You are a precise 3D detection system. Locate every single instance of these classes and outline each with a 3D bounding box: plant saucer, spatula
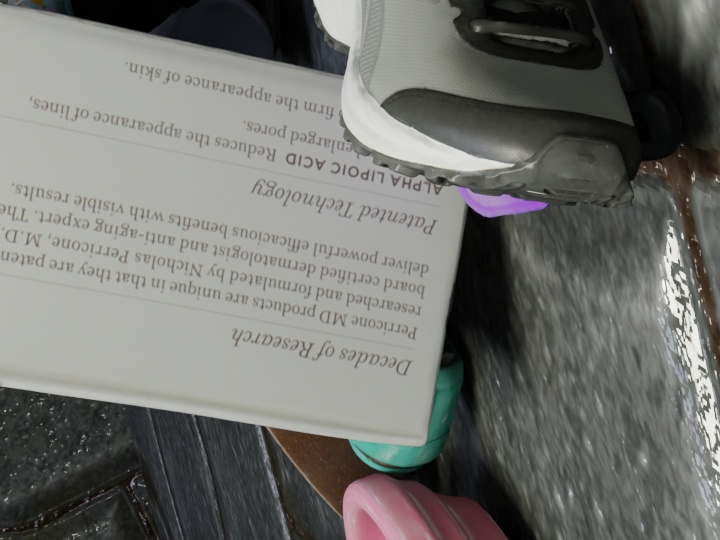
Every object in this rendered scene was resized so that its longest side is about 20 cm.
[{"bbox_3d":[-0.029,0.042,1.081,0.200,0.034,0.200,54,-173,-9],"label":"plant saucer"},{"bbox_3d":[0.060,-0.043,0.694,0.200,0.021,0.057,-167,63,-77],"label":"spatula"},{"bbox_3d":[0.052,0.177,0.948,0.201,0.051,0.201,160,90,-79],"label":"plant saucer"}]

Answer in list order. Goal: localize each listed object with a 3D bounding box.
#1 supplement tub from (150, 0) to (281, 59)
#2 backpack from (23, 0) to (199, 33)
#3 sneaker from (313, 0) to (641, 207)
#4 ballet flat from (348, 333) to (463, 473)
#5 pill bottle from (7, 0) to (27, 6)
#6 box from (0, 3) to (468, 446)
[{"bbox_3d":[-0.104,-0.143,1.165,0.200,0.107,0.107,-124,21,-60],"label":"supplement tub"},{"bbox_3d":[-0.096,-0.186,0.845,0.153,0.176,0.200,36,166,15],"label":"backpack"},{"bbox_3d":[0.032,-0.079,0.631,0.200,0.074,0.079,-114,36,-57],"label":"sneaker"},{"bbox_3d":[0.000,0.000,0.993,0.070,0.067,0.200,-66,34,35],"label":"ballet flat"},{"bbox_3d":[-0.167,-0.124,1.323,0.200,0.111,0.111,-82,-11,-47],"label":"pill bottle"},{"bbox_3d":[-0.087,-0.017,0.860,0.199,0.200,0.131,-173,94,-69],"label":"box"}]
